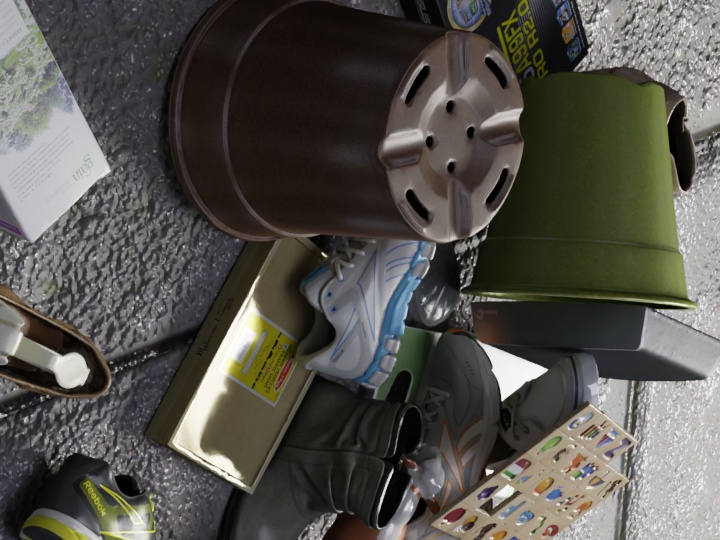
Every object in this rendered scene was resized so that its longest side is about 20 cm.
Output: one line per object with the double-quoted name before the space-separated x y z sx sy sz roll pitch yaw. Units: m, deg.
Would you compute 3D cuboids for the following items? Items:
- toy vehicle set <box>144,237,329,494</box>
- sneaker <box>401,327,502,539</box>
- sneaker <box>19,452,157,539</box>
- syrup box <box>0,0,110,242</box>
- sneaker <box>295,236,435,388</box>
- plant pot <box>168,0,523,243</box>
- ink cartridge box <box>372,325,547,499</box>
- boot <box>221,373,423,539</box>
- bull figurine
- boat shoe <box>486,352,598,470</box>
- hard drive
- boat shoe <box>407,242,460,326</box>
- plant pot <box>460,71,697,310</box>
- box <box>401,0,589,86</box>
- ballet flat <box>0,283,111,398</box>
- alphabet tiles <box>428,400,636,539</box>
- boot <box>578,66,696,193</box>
"toy vehicle set" -0.083 0.069 1.562 0.124 0.027 0.200 41 73 -51
"sneaker" 0.067 0.150 1.695 0.092 0.076 0.200 -3 99 -23
"sneaker" -0.175 0.204 1.471 0.200 0.074 0.085 52 55 -54
"syrup box" -0.244 -0.120 1.235 0.079 0.081 0.200 -46 137 -25
"sneaker" 0.000 0.000 1.545 0.087 0.075 0.200 8 108 -25
"plant pot" -0.001 -0.105 1.425 0.200 0.198 0.200 -14 109 -45
"ink cartridge box" 0.074 0.125 1.766 0.200 0.048 0.146 13 95 -37
"boot" -0.031 0.187 1.592 0.068 0.131 0.200 20 90 -52
"bull figurine" -0.004 0.226 1.643 0.065 0.121 0.200 30 83 -31
"boat shoe" 0.151 0.135 1.693 0.067 0.074 0.200 1 147 -12
"hard drive" 0.204 0.061 1.697 0.135 0.200 0.042 23 75 -41
"boat shoe" 0.035 -0.049 1.633 0.074 0.065 0.202 -35 127 -34
"plant pot" 0.191 -0.067 1.655 0.200 0.200 0.190 6 87 -52
"box" 0.117 -0.217 1.666 0.160 0.044 0.200 -48 138 -27
"ballet flat" -0.239 0.048 1.322 0.200 0.072 0.068 34 80 -51
"alphabet tiles" 0.162 0.187 1.678 0.167 0.008 0.200 -38 151 9
"boot" 0.237 -0.095 1.784 0.070 0.146 0.200 -41 135 -36
